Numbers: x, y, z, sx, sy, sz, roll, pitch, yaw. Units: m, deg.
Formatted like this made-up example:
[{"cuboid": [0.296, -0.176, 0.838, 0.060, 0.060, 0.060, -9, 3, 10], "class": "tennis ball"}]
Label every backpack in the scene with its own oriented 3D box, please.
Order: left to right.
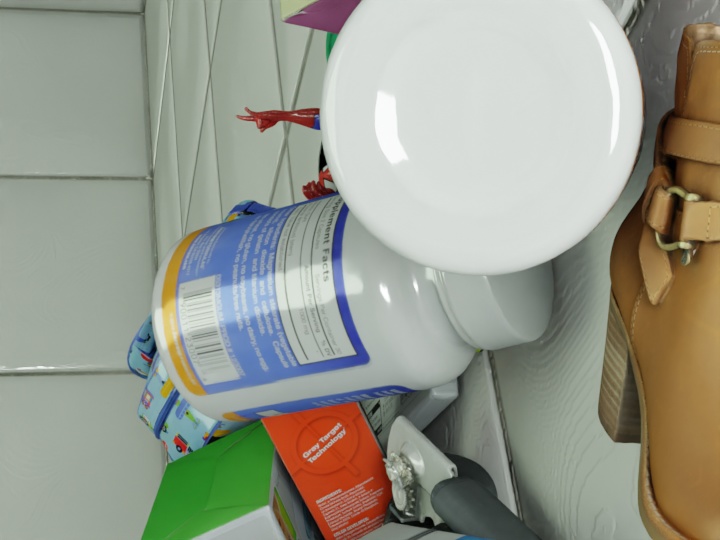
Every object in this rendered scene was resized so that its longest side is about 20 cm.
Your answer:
[{"cuboid": [-0.112, 0.065, 1.138, 0.200, 0.134, 0.183, -53, -2, -46], "class": "backpack"}]

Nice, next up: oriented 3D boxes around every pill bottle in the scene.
[{"cuboid": [-0.003, 0.013, 0.752, 0.199, 0.112, 0.113, -13, 66, 31], "class": "pill bottle"}, {"cuboid": [0.058, -0.062, 0.565, 0.200, 0.111, 0.113, -26, -63, -77], "class": "pill bottle"}]

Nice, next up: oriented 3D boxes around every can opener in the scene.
[{"cuboid": [0.066, 0.137, 0.772, 0.200, 0.066, 0.053, -138, 46, -61], "class": "can opener"}]

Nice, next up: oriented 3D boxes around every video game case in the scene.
[{"cuboid": [0.027, 0.028, 1.008, 0.200, 0.022, 0.184, 120, 147, -67], "class": "video game case"}]

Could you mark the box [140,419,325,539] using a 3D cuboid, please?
[{"cuboid": [-0.063, 0.215, 0.929, 0.200, 0.096, 0.177, -98, -17, -81], "class": "box"}]

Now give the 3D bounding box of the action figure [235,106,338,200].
[{"cuboid": [-0.001, -0.074, 0.772, 0.200, 0.098, 0.066, 149, 115, -66], "class": "action figure"}]

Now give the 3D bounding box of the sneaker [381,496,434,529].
[{"cuboid": [0.037, 0.234, 0.861, 0.091, 0.066, 0.201, 121, 145, -62], "class": "sneaker"}]

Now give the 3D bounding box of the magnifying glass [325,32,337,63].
[{"cuboid": [0.039, -0.106, 0.806, 0.200, 0.022, 0.080, 28, 132, 55], "class": "magnifying glass"}]

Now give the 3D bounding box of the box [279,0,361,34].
[{"cuboid": [0.047, -0.220, 0.616, 0.175, 0.096, 0.201, -15, 75, 52], "class": "box"}]

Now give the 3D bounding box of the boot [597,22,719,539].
[{"cuboid": [0.135, 0.007, 0.452, 0.200, 0.076, 0.156, -106, 23, -71], "class": "boot"}]

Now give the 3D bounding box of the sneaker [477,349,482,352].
[{"cuboid": [0.000, 0.000, 0.896, 0.200, 0.081, 0.074, 24, 103, 57], "class": "sneaker"}]

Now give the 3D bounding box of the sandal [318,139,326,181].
[{"cuboid": [-0.013, -0.067, 1.055, 0.076, 0.043, 0.201, 163, 120, -81], "class": "sandal"}]

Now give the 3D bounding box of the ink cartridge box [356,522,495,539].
[{"cuboid": [0.039, 0.209, 0.694, 0.147, 0.086, 0.200, 60, 167, 0], "class": "ink cartridge box"}]

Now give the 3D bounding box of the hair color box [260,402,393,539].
[{"cuboid": [-0.017, 0.119, 0.924, 0.201, 0.061, 0.102, 64, 178, -25], "class": "hair color box"}]
